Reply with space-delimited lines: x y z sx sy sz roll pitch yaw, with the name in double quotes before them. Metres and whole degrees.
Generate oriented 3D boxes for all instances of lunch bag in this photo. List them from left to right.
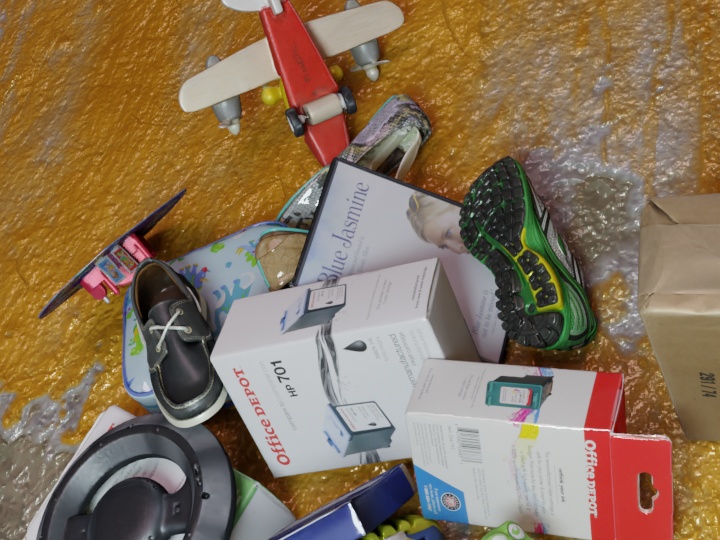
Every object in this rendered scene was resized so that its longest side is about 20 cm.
"lunch bag" -0.134 0.055 1.210 0.198 0.083 0.162 -22 49 13

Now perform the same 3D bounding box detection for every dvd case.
"dvd case" 0.048 -0.009 1.122 0.198 0.018 0.144 20 62 -4

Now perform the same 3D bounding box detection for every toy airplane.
"toy airplane" -0.073 -0.223 1.338 0.198 0.141 0.201 20 79 2

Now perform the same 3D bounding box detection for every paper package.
"paper package" 0.308 0.037 0.901 0.188 0.200 0.105 0 57 28

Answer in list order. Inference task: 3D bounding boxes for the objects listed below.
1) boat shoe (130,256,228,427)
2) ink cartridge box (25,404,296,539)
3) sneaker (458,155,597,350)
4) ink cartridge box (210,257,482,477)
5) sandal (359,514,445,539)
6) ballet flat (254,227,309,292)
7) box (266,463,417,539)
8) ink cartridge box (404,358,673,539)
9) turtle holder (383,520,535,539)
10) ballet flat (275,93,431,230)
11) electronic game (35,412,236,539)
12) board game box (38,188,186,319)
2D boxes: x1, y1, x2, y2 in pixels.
"boat shoe" -0.166 0.062 1.102 0.071 0.068 0.201 -28 37 2
"ink cartridge box" -0.179 0.228 1.109 0.198 0.084 0.147 21 70 38
"sneaker" 0.148 -0.012 1.105 0.078 0.085 0.202 -37 52 32
"ink cartridge box" -0.006 0.086 1.064 0.197 0.148 0.086 -13 33 20
"sandal" -0.015 0.268 1.010 0.198 0.080 0.088 -31 83 -3
"ballet flat" 0.000 0.000 1.151 0.197 0.068 0.073 0 69 -21
"box" -0.034 0.206 0.975 0.120 0.200 0.033 -31 82 15
"ink cartridge box" 0.142 0.139 0.958 0.197 0.117 0.068 4 37 19
"turtle holder" 0.037 0.259 0.903 0.185 0.140 0.133 -36 74 39
"ballet flat" -0.002 -0.091 1.255 0.200 0.072 0.072 -47 49 -6
"electronic game" -0.190 0.212 1.041 0.198 0.042 0.202 -16 53 22
"board game box" -0.244 -0.003 1.290 0.158 0.039 0.200 -39 4 42
